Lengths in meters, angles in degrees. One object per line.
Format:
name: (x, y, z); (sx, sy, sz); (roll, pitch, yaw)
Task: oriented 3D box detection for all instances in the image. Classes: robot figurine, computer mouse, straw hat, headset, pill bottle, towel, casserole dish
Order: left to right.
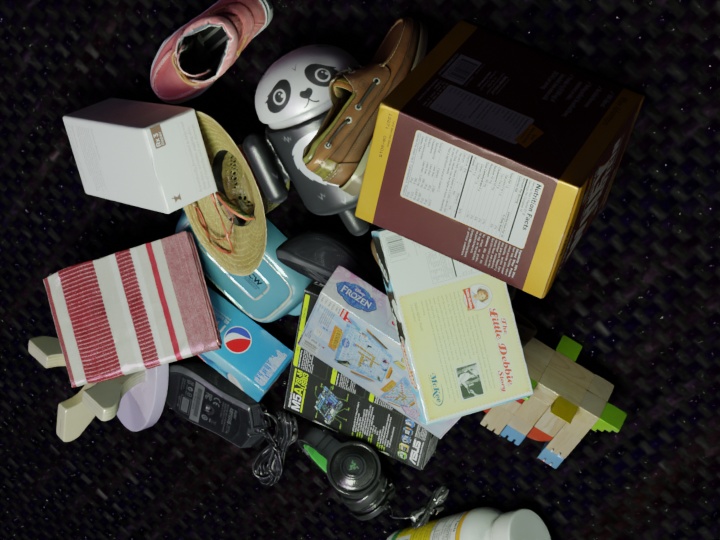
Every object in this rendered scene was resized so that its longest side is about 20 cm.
towel: (-0.270, 0.047, 1.767); (0.200, 0.023, 0.144); (-16, 87, 17)
computer mouse: (-0.165, 0.176, 1.900); (0.200, 0.053, 0.139); (31, 134, 10)
casserole dish: (-0.141, -0.014, 1.767); (0.200, 0.039, 0.121); (44, 132, -6)
straw hat: (-0.126, -0.098, 1.660); (0.201, 0.085, 0.201); (38, 141, 40)
robot figurine: (-0.027, -0.137, 1.555); (0.125, 0.150, 0.200); (-5, 120, 47)
computer mouse: (0.000, 0.000, 1.661); (0.200, 0.053, 0.138); (23, 172, 23)
headset: (0.012, 0.249, 1.827); (0.200, 0.094, 0.124); (33, 163, 35)
pill bottle: (0.130, 0.351, 1.817); (0.200, 0.113, 0.113); (-24, 108, 39)

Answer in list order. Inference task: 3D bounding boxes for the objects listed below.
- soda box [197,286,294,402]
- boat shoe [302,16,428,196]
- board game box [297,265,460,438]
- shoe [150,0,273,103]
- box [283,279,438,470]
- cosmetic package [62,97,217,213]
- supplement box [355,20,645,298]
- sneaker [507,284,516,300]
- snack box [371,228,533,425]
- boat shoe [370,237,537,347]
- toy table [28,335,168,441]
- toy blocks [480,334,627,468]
soda box: (-0.180, 0.071, 1.816); (0.200, 0.064, 0.068); (38, 161, 2)
boat shoe: (0.006, -0.174, 1.462); (0.068, 0.200, 0.072); (28, 156, -14)
board game box: (0.035, 0.093, 1.621); (0.199, 0.041, 0.200); (34, 159, 2)
shoe: (-0.180, -0.229, 1.602); (0.071, 0.091, 0.200); (49, 131, -9)
box: (0.012, 0.122, 1.770); (0.193, 0.048, 0.200); (24, 131, 16)
cosmetic package: (-0.249, -0.131, 1.669); (0.200, 0.074, 0.102); (15, 125, 50)
supplement box: (0.135, -0.111, 1.433); (0.200, 0.197, 0.133); (25, 130, 13)
sneaker: (0.088, -0.040, 1.587); (0.099, 0.078, 0.200); (-12, 115, 31)
snack box: (0.092, 0.043, 1.493); (0.037, 0.116, 0.200); (-179, 75, -79)
boat shoe: (0.101, 0.014, 1.547); (0.200, 0.072, 0.076); (39, 119, -20)
toy table: (-0.324, 0.126, 1.883); (0.184, 0.117, 0.200); (22, 119, 45)
toy blocks: (0.183, 0.139, 1.663); (0.200, 0.100, 0.137); (31, 143, 3)
